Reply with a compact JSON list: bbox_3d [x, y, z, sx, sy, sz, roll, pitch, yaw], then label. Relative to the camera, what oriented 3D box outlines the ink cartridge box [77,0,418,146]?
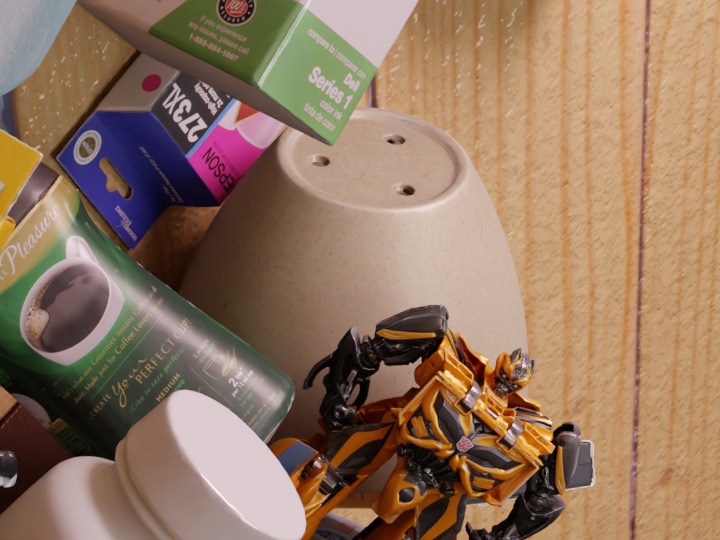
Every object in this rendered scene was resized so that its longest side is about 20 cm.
[{"bbox_3d":[-0.031,-0.185,1.416,0.200,0.145,0.084,-59,144,-4],"label":"ink cartridge box"}]

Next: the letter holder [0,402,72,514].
[{"bbox_3d":[-0.156,0.170,1.502,0.200,0.142,0.101,-49,142,-16],"label":"letter holder"}]

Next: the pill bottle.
[{"bbox_3d":[-0.125,0.152,1.334,0.200,0.114,0.114,-42,147,16],"label":"pill bottle"}]

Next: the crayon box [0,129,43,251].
[{"bbox_3d":[-0.244,0.004,1.299,0.200,0.126,0.052,-59,180,-2],"label":"crayon box"}]

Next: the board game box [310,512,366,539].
[{"bbox_3d":[-0.051,0.244,1.669,0.200,0.041,0.200,12,99,-85],"label":"board game box"}]

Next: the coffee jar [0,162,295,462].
[{"bbox_3d":[-0.136,0.032,1.408,0.200,0.085,0.104,43,77,-9],"label":"coffee jar"}]

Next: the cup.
[{"bbox_3d":[0.000,0.000,1.519,0.200,0.200,0.143,-25,136,-39],"label":"cup"}]

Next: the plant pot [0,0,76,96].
[{"bbox_3d":[-0.198,-0.176,1.195,0.196,0.196,0.200,-60,152,-2],"label":"plant pot"}]

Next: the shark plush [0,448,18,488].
[{"bbox_3d":[-0.202,0.091,1.375,0.091,0.200,0.083,-42,106,-40],"label":"shark plush"}]

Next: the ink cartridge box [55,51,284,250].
[{"bbox_3d":[-0.070,-0.105,1.518,0.200,0.037,0.095,-50,143,-12],"label":"ink cartridge box"}]

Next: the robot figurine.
[{"bbox_3d":[0.014,0.112,1.437,0.200,0.145,0.058,-44,-166,21],"label":"robot figurine"}]

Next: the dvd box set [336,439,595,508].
[{"bbox_3d":[0.011,0.115,1.626,0.146,0.200,0.029,-3,89,-50],"label":"dvd box set"}]
